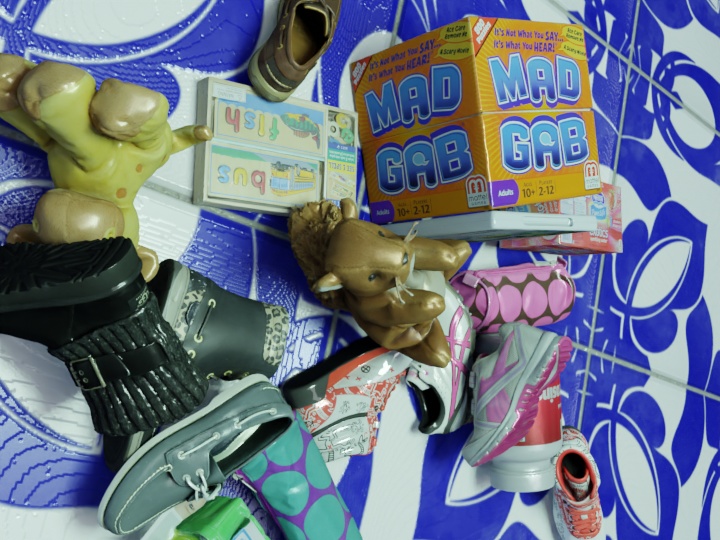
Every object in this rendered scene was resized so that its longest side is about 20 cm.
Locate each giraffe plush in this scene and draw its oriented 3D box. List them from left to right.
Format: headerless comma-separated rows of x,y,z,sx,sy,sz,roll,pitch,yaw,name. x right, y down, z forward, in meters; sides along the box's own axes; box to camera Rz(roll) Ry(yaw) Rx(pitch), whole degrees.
-0.238,-0.076,0.669,0.200,0.172,0.163,19,86,-71,giraffe plush

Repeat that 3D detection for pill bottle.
0.209,0.183,1.014,0.112,0.112,0.201,-3,90,-38,pill bottle

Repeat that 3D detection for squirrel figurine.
0.000,0.000,0.794,0.187,0.200,0.142,28,78,-59,squirrel figurine

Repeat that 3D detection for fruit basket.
-0.155,0.321,0.716,0.186,0.094,0.200,61,38,-19,fruit basket

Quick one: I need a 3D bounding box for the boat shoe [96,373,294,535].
-0.147,0.177,0.707,0.200,0.062,0.073,-38,143,-23,boat shoe

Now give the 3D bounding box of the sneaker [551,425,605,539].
0.304,0.328,1.073,0.108,0.067,0.202,-16,96,-79,sneaker

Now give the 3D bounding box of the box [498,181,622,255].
0.285,-0.077,1.078,0.200,0.095,0.103,2,87,-48,box

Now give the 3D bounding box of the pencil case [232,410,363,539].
-0.065,0.248,0.809,0.092,0.085,0.200,-35,109,-29,pencil case

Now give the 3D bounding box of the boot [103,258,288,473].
-0.156,0.105,0.755,0.154,0.073,0.204,22,77,-40,boot

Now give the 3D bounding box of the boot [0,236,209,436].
-0.242,0.061,0.632,0.080,0.211,0.158,-65,145,-49,boot

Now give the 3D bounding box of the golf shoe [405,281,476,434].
0.096,0.107,0.953,0.092,0.073,0.201,-16,98,-36,golf shoe

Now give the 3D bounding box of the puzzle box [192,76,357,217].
-0.088,-0.127,0.848,0.200,0.025,0.133,4,86,-38,puzzle box

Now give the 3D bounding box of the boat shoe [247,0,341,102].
-0.055,-0.271,0.843,0.072,0.067,0.200,38,55,-26,boat shoe

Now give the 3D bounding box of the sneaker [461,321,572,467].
0.173,0.146,0.930,0.081,0.088,0.200,7,114,-56,sneaker

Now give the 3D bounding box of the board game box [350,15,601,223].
0.137,-0.172,0.917,0.199,0.200,0.200,-11,95,-38,board game box

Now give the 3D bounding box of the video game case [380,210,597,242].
0.146,-0.050,0.918,0.182,0.200,0.022,-1,88,-38,video game case

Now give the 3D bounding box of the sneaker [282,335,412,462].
0.008,0.144,0.888,0.201,0.067,0.108,-24,104,-33,sneaker

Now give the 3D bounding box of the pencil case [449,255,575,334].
0.202,0.032,1.033,0.200,0.091,0.094,-8,128,-40,pencil case
